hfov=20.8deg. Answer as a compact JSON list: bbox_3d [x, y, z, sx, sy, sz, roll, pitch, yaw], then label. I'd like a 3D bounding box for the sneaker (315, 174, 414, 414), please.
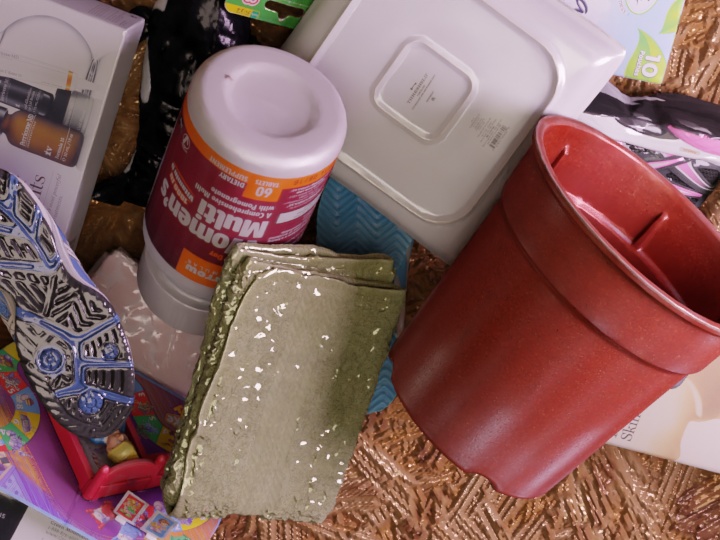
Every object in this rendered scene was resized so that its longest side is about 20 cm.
[{"bbox_3d":[0.000,0.000,1.427,0.076,0.081,0.202,6,91,-5],"label":"sneaker"}]

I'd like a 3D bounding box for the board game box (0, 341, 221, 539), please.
[{"bbox_3d":[-0.174,0.112,1.373,0.199,0.159,0.039,31,131,-10],"label":"board game box"}]

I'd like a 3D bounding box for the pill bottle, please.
[{"bbox_3d":[-0.088,-0.049,1.344,0.109,0.110,0.201,16,138,-10],"label":"pill bottle"}]

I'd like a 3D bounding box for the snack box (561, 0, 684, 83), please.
[{"bbox_3d":[0.128,-0.221,1.358,0.198,0.053,0.143,11,111,-7],"label":"snack box"}]

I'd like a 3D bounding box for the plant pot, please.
[{"bbox_3d":[0.132,0.035,1.321,0.200,0.201,0.195,35,115,-16],"label":"plant pot"}]

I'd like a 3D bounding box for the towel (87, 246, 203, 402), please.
[{"bbox_3d":[-0.170,0.106,1.476,0.191,0.032,0.200,39,104,-16],"label":"towel"}]

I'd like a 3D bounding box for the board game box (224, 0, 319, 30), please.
[{"bbox_3d":[-0.023,-0.260,1.328,0.095,0.030,0.201,10,110,-36],"label":"board game box"}]

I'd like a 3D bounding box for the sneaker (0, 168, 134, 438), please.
[{"bbox_3d":[-0.208,0.018,1.325,0.075,0.077,0.201,-24,100,-2],"label":"sneaker"}]

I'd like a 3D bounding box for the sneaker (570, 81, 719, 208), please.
[{"bbox_3d":[0.170,-0.087,1.404,0.198,0.081,0.087,16,120,-4],"label":"sneaker"}]

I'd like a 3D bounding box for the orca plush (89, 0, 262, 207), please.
[{"bbox_3d":[-0.131,-0.126,1.367,0.105,0.071,0.200,34,106,-15],"label":"orca plush"}]

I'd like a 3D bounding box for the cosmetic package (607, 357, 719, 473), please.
[{"bbox_3d":[0.205,0.075,1.469,0.198,0.071,0.106,14,109,-9],"label":"cosmetic package"}]

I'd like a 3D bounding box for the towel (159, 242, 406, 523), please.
[{"bbox_3d":[-0.053,0.078,1.341,0.147,0.036,0.202,8,104,-35],"label":"towel"}]

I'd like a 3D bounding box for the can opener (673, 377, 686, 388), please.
[{"bbox_3d":[0.251,-0.009,1.409,0.067,0.053,0.200,44,73,-15],"label":"can opener"}]

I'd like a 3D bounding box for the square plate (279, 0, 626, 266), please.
[{"bbox_3d":[0.046,-0.127,1.343,0.198,0.028,0.201,36,111,-2],"label":"square plate"}]

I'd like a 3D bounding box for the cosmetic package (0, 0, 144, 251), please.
[{"bbox_3d":[-0.252,-0.105,1.363,0.150,0.052,0.201,21,109,4],"label":"cosmetic package"}]

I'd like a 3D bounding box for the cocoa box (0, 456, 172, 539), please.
[{"bbox_3d":[-0.239,0.190,1.415,0.199,0.131,0.134,27,105,-13],"label":"cocoa box"}]
